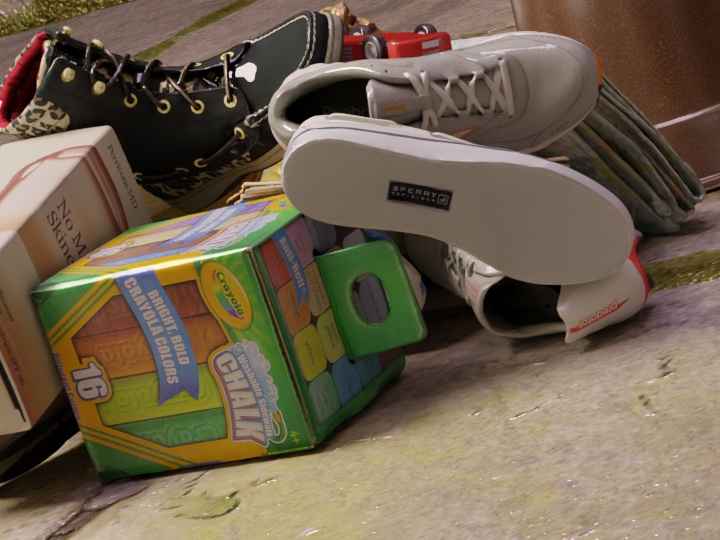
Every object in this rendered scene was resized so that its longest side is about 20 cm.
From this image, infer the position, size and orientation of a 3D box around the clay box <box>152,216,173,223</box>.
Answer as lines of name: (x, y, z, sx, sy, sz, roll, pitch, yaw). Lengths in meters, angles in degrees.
clay box: (-0.191, 0.025, 1.764, 0.200, 0.115, 0.048, -15, 30, 13)

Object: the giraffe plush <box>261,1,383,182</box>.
giraffe plush: (-0.021, -0.108, 1.992, 0.200, 0.162, 0.173, -24, 14, -22)

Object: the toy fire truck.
toy fire truck: (-0.011, -0.084, 1.725, 0.049, 0.141, 0.200, -15, 13, -36)

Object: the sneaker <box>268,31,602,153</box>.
sneaker: (0.041, -0.094, 1.568, 0.200, 0.076, 0.092, -10, 2, 8)

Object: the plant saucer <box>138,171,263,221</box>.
plant saucer: (-0.146, -0.017, 1.860, 0.200, 0.048, 0.200, -28, -27, -35)

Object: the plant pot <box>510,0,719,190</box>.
plant pot: (0.191, -0.163, 1.857, 0.200, 0.198, 0.200, -17, 12, 4)

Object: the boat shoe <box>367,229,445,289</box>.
boat shoe: (0.074, -0.026, 1.741, 0.066, 0.072, 0.201, -15, 17, -28)

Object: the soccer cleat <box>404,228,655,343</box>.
soccer cleat: (0.083, 0.001, 1.590, 0.085, 0.069, 0.200, -35, 30, -31)

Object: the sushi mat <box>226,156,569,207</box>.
sushi mat: (0.022, -0.052, 1.642, 0.200, 0.012, 0.096, -5, -5, -8)

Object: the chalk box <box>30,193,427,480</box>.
chalk box: (-0.061, 0.032, 1.548, 0.200, 0.125, 0.124, -12, 14, 31)

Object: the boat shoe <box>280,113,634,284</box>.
boat shoe: (0.056, -0.047, 1.515, 0.200, 0.071, 0.070, 11, 27, -1)

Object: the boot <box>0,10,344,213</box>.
boot: (-0.119, -0.113, 1.670, 0.154, 0.074, 0.204, 20, -36, -29)

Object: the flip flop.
flip flop: (-0.174, 0.063, 1.662, 0.200, 0.058, 0.081, -33, -24, -36)

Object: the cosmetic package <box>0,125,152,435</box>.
cosmetic package: (-0.204, 0.006, 1.605, 0.087, 0.103, 0.200, -10, 27, 26)

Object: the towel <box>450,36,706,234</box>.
towel: (0.106, -0.087, 1.731, 0.200, 0.171, 0.048, -1, 54, 54)

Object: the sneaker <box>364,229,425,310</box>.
sneaker: (0.000, 0.000, 1.708, 0.105, 0.076, 0.200, -25, 14, -32)
